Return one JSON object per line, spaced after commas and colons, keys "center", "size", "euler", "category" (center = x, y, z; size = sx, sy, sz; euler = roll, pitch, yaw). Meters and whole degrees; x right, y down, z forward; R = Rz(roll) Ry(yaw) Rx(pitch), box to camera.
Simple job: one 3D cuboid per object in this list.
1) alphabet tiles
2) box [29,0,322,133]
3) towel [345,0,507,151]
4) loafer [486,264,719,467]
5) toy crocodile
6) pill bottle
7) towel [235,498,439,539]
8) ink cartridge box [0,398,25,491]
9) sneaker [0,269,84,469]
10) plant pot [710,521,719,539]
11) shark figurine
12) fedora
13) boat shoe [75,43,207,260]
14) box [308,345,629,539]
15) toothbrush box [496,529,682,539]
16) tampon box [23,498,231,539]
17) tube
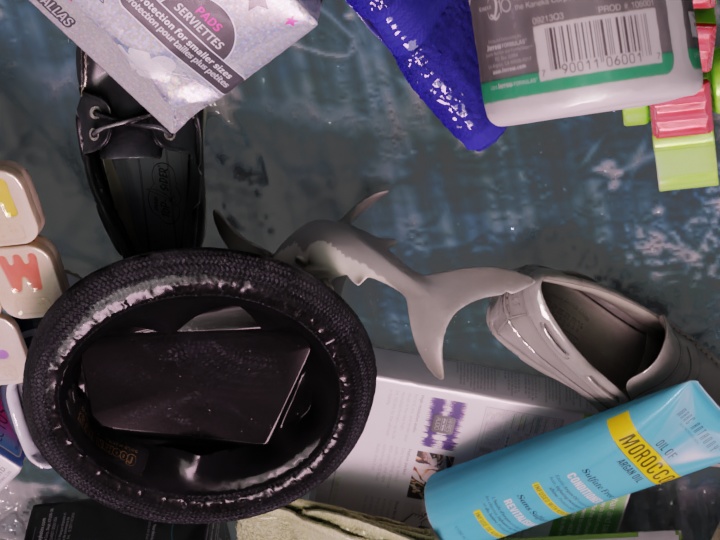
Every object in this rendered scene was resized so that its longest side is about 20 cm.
{"center": [-0.267, -0.009, 1.342], "size": [0.198, 0.015, 0.197], "euler": [-5, 124, 16], "category": "alphabet tiles"}
{"center": [-0.117, -0.196, 1.229], "size": [0.114, 0.133, 0.200], "euler": [-34, 117, 28], "category": "box"}
{"center": [0.031, -0.179, 1.240], "size": [0.049, 0.148, 0.200], "euler": [-7, 132, 49], "category": "towel"}
{"center": [0.168, 0.059, 1.424], "size": [0.199, 0.070, 0.070], "euler": [27, 161, -15], "category": "loafer"}
{"center": [0.175, -0.126, 1.304], "size": [0.067, 0.062, 0.201], "euler": [-2, 126, 5], "category": "toy crocodile"}
{"center": [0.104, -0.179, 1.195], "size": [0.112, 0.113, 0.202], "euler": [-8, 92, 9], "category": "pill bottle"}
{"center": [-0.007, 0.214, 1.532], "size": [0.147, 0.037, 0.201], "euler": [14, 142, 20], "category": "towel"}
{"center": [-0.319, 0.087, 1.481], "size": [0.199, 0.077, 0.136], "euler": [34, 120, -21], "category": "ink cartridge box"}
{"center": [-0.137, 0.092, 1.452], "size": [0.200, 0.109, 0.070], "euler": [37, 121, -21], "category": "sneaker"}
{"center": [0.282, 0.207, 1.474], "size": [0.134, 0.200, 0.201], "euler": [17, 130, 24], "category": "plant pot"}
{"center": [0.001, -0.012, 1.373], "size": [0.128, 0.089, 0.214], "euler": [54, 155, -14], "category": "shark figurine"}
{"center": [-0.094, 0.049, 1.358], "size": [0.199, 0.092, 0.202], "euler": [-5, 122, -8], "category": "fedora"}
{"center": [-0.126, -0.073, 1.359], "size": [0.074, 0.066, 0.200], "euler": [2, 126, 3], "category": "boat shoe"}
{"center": [0.072, 0.125, 1.508], "size": [0.198, 0.036, 0.145], "euler": [11, 126, -3], "category": "box"}
{"center": [0.140, 0.256, 1.536], "size": [0.144, 0.087, 0.201], "euler": [-4, 141, 7], "category": "toothbrush box"}
{"center": [-0.140, 0.266, 1.551], "size": [0.125, 0.150, 0.201], "euler": [-7, 125, 8], "category": "tampon box"}
{"center": [0.133, 0.116, 1.429], "size": [0.199, 0.051, 0.077], "euler": [-23, 139, 28], "category": "tube"}
